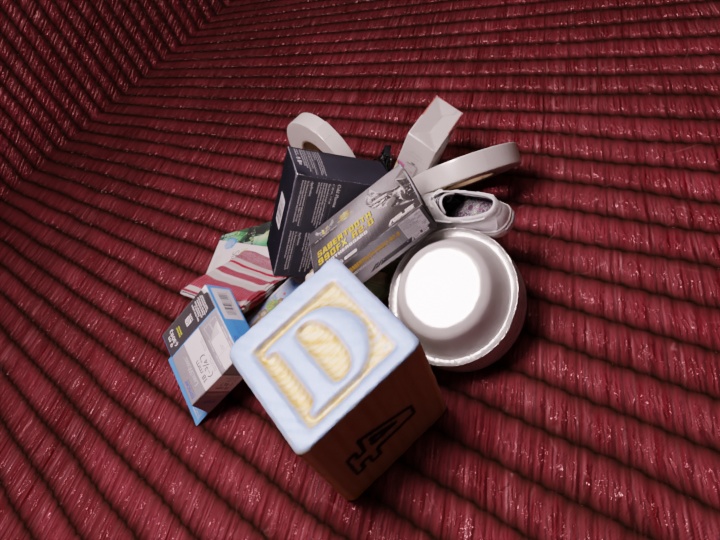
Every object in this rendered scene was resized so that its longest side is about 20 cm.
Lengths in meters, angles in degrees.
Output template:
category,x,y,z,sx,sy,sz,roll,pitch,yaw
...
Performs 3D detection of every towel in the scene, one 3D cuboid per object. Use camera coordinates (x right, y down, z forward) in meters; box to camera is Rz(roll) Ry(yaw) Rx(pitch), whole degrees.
category,x,y,z,sx,sy,sz,roll,pitch,yaw
towel,-0.223,0.016,1.138,0.141,0.023,0.200,14,28,22

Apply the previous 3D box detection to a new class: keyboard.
category,x,y,z,sx,sy,sz,roll,pitch,yaw
keyboard,0.035,-0.191,1.236,0.039,0.105,0.203,14,44,-9

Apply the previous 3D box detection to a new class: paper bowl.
category,x,y,z,sx,sy,sz,roll,pitch,yaw
paper bowl,0.133,0.038,0.867,0.197,0.104,0.206,-9,70,26

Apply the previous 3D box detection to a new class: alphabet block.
category,x,y,z,sx,sy,sz,roll,pitch,yaw
alphabet block,-0.025,0.149,0.808,0.195,0.201,0.195,-39,53,-9

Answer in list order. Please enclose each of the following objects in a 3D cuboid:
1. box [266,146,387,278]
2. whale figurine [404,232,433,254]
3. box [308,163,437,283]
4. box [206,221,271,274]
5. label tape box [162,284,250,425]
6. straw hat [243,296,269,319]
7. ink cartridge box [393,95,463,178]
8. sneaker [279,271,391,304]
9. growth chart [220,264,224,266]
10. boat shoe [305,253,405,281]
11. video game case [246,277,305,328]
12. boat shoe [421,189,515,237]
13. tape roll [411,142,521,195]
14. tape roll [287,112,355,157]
category,x,y,z,sx,sy,sz,roll,pitch,yaw
box,-0.057,-0.093,1.061,0.178,0.203,0.105,6,33,-21
whale figurine,0.138,-0.037,1.024,0.200,0.103,0.161,-44,42,23
box,0.012,-0.060,0.930,0.198,0.048,0.159,-36,31,13
box,-0.236,-0.039,1.310,0.196,0.037,0.146,-12,43,21
label tape box,-0.270,0.148,1.015,0.200,0.063,0.145,-45,62,20
straw hat,-0.249,0.085,1.147,0.197,0.086,0.204,-19,41,17
ink cartridge box,0.122,-0.230,1.193,0.067,0.201,0.117,33,64,4
sneaker,-0.038,0.076,0.948,0.196,0.067,0.091,-17,54,10
growth chart,-0.314,0.068,1.178,0.145,0.018,0.201,-51,14,25
boat shoe,0.000,0.000,1.001,0.195,0.076,0.069,-9,38,10
video game case,-0.126,0.097,1.040,0.200,0.022,0.181,-45,40,-14
boat shoe,0.140,-0.094,0.920,0.198,0.068,0.073,23,81,49
tape roll,0.186,-0.174,1.068,0.198,0.038,0.203,-18,0,0
tape roll,-0.077,-0.244,1.285,0.037,0.205,0.201,-43,40,-17
